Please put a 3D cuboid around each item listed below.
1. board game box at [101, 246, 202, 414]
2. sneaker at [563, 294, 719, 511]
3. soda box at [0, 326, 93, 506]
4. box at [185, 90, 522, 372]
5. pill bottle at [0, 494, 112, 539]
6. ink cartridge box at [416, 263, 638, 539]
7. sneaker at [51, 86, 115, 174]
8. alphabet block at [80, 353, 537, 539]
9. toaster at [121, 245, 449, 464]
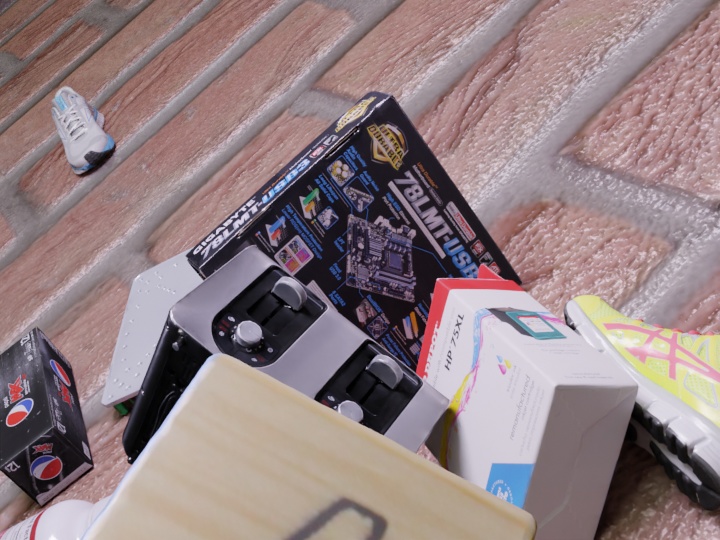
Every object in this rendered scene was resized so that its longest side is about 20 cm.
[{"bbox_3d":[-0.161,0.039,1.172,0.198,0.026,0.201,-25,35,19],"label":"board game box"},{"bbox_3d":[0.205,0.070,0.752,0.090,0.079,0.200,-30,37,-6],"label":"sneaker"},{"bbox_3d":[-0.325,0.143,1.163,0.071,0.064,0.200,-37,32,0],"label":"soda box"},{"bbox_3d":[0.000,0.000,0.904,0.198,0.201,0.050,-43,25,-10],"label":"box"},{"bbox_3d":[-0.248,0.251,0.907,0.199,0.113,0.113,-28,33,13],"label":"pill bottle"},{"bbox_3d":[0.093,0.082,0.784,0.067,0.118,0.200,2,21,-25],"label":"ink cartridge box"},{"bbox_3d":[-0.413,-0.209,1.668,0.075,0.087,0.200,-35,34,-2],"label":"sneaker"},{"bbox_3d":[-0.049,0.202,0.619,0.198,0.196,0.197,27,51,6],"label":"alphabet block"},{"bbox_3d":[-0.057,0.110,0.793,0.119,0.180,0.201,-45,-12,-44],"label":"toaster"}]
